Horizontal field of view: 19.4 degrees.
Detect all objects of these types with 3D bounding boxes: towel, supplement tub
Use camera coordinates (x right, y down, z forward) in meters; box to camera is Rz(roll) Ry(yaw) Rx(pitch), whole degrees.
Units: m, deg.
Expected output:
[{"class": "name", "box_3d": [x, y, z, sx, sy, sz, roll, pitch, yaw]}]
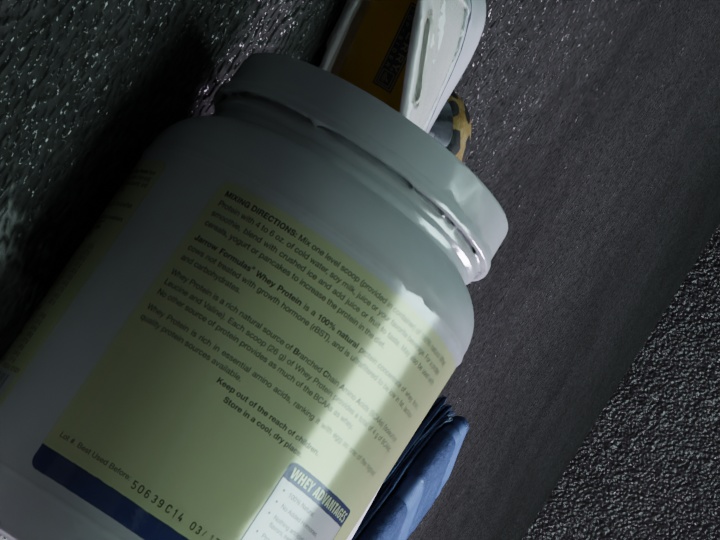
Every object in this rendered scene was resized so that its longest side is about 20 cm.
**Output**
[{"class": "towel", "box_3d": [0.010, 0.193, 1.615, 0.200, 0.048, 0.112, -51, 165, -38]}, {"class": "supplement tub", "box_3d": [-0.048, 0.034, 0.791, 0.200, 0.145, 0.145, -56, 167, -12]}]

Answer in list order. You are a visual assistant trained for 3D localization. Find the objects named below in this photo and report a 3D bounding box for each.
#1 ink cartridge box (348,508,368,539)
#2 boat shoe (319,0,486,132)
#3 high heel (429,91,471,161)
[{"class": "ink cartridge box", "box_3d": [-0.044, 0.110, 1.267, 0.200, 0.050, 0.162, 6, 116, -57]}, {"class": "boat shoe", "box_3d": [-0.007, -0.050, 0.948, 0.070, 0.071, 0.200, -9, 128, -62]}, {"class": "high heel", "box_3d": [0.000, 0.000, 1.072, 0.143, 0.071, 0.200, -22, 135, -67]}]
